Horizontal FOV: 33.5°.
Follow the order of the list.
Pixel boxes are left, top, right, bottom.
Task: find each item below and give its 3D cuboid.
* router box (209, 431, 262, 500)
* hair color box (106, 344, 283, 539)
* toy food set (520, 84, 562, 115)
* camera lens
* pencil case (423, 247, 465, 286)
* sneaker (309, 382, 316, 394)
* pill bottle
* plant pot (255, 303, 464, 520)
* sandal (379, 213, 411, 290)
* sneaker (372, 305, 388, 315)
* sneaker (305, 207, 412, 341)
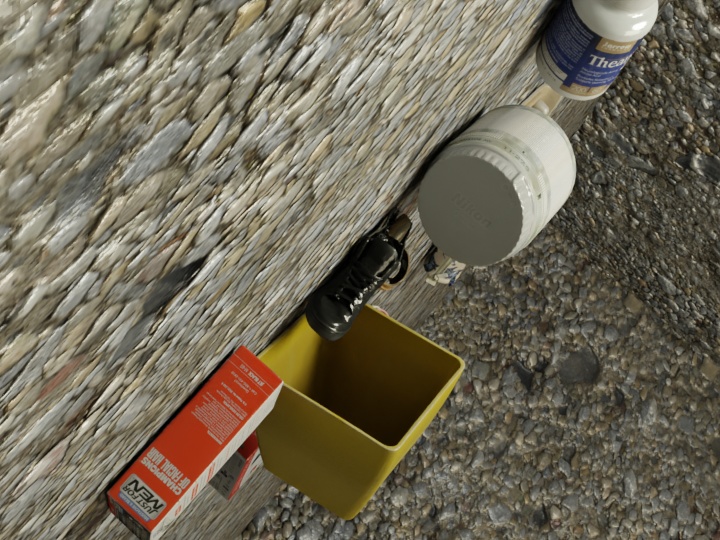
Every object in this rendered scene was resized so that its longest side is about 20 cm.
[{"bbox_3d":[-0.138,0.224,1.722,0.180,0.049,0.201,-47,172,-28],"label":"router box"},{"bbox_3d":[-0.169,0.181,1.227,0.200,0.064,0.111,-49,175,-22],"label":"hair color box"},{"bbox_3d":[0.256,-0.209,1.957,0.200,0.060,0.144,-42,169,-49],"label":"toy food set"},{"bbox_3d":[0.176,-0.111,1.528,0.161,0.159,0.200,-55,172,37],"label":"camera lens"},{"bbox_3d":[0.187,-0.050,2.285,0.201,0.077,0.090,121,-9,-53],"label":"pencil case"},{"bbox_3d":[-0.058,0.115,1.628,0.199,0.075,0.087,-39,175,-21],"label":"sneaker"},{"bbox_3d":[0.299,-0.309,1.479,0.111,0.111,0.201,-46,172,-28],"label":"pill bottle"},{"bbox_3d":[-0.018,0.178,1.464,0.200,0.198,0.178,-42,155,-50],"label":"plant pot"},{"bbox_3d":[0.041,-0.009,1.626,0.080,0.054,0.200,-47,172,-25],"label":"sandal"},{"bbox_3d":[0.028,0.114,2.112,0.105,0.075,0.200,-46,170,15],"label":"sneaker"},{"bbox_3d":[0.002,0.002,1.436,0.105,0.060,0.200,-52,179,27],"label":"sneaker"}]
